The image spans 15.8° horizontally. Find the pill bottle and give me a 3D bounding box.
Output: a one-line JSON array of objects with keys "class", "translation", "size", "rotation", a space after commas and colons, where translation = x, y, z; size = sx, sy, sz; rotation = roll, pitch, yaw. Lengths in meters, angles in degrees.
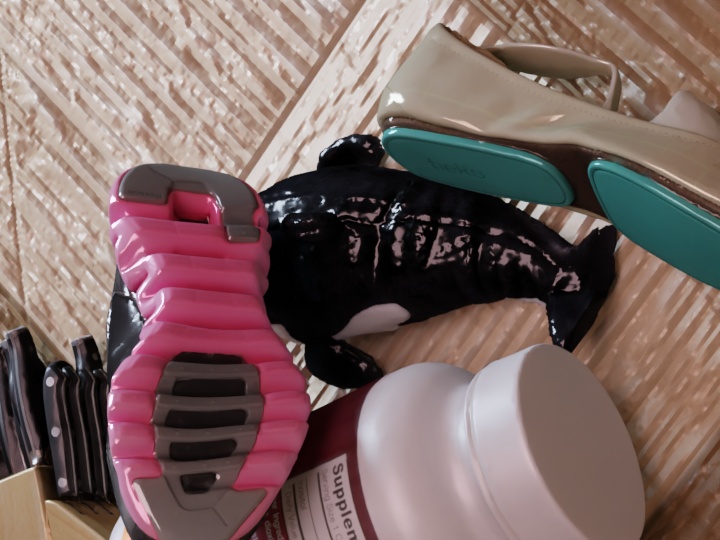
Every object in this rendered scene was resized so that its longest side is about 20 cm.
[{"class": "pill bottle", "translation": [0.006, 0.105, 1.014], "size": [0.200, 0.113, 0.113], "rotation": [-27, 70, 29]}]

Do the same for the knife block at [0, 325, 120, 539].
[{"class": "knife block", "translation": [-0.151, 0.131, 1.151], "size": [0.175, 0.064, 0.200], "rotation": [31, 103, 34]}]

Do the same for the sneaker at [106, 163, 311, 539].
[{"class": "sneaker", "translation": [-0.069, 0.050, 1.014], "size": [0.200, 0.079, 0.096], "rotation": [-94, 19, -49]}]

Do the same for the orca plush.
[{"class": "orca plush", "translation": [0.000, 0.000, 1.055], "size": [0.200, 0.071, 0.106], "rotation": [20, 96, 35]}]

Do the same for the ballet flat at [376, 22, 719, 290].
[{"class": "ballet flat", "translation": [0.098, -0.048, 0.997], "size": [0.200, 0.069, 0.070], "rotation": [22, 97, 28]}]
